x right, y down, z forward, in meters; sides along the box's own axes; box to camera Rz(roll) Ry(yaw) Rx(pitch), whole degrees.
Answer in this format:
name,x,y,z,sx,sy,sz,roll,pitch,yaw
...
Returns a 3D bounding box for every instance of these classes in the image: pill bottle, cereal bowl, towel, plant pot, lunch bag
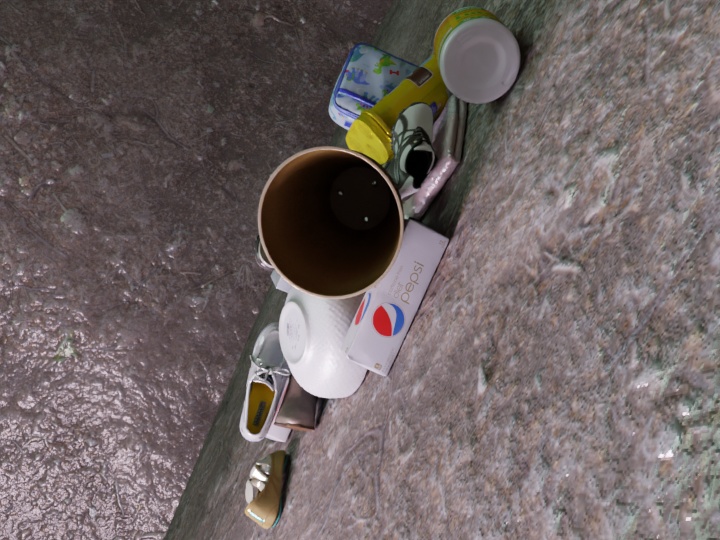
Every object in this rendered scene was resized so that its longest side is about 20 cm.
name,x,y,z,sx,sy,sz,roll,pitch,yaw
pill bottle,0.162,-0.319,1.148,0.112,0.110,0.201,-60,11,23
cereal bowl,-0.066,0.093,1.187,0.199,0.082,0.204,6,97,58
towel,0.109,-0.163,1.285,0.193,0.032,0.201,-77,14,-46
plant pot,-0.017,-0.080,1.057,0.188,0.185,0.200,-61,-4,18
lunch bag,0.049,-0.315,1.473,0.083,0.198,0.163,126,169,-73

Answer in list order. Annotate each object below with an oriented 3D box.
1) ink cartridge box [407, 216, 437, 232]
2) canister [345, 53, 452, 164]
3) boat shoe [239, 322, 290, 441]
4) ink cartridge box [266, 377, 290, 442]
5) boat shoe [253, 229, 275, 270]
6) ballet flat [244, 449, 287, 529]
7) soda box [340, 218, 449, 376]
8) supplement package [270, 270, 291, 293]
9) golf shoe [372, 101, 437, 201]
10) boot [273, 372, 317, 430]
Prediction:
name,x,y,z,sx,sy,sz,roll,pitch,yaw
ink cartridge box,0.049,0.023,1.156,0.095,0.037,0.203,-127,60,-78
canister,0.079,-0.270,1.341,0.200,0.087,0.149,-43,0,-14
boat shoe,-0.158,0.181,1.321,0.086,0.073,0.205,124,162,-72
ink cartridge box,-0.164,0.271,1.558,0.118,0.067,0.200,-68,10,-14
boat shoe,-0.159,-0.048,1.434,0.057,0.067,0.201,-45,17,28
ballet flat,-0.163,0.360,1.360,0.069,0.062,0.200,-62,10,14
soda box,0.044,0.034,1.066,0.203,0.063,0.068,-66,10,0
supplement package,-0.061,-0.039,1.512,0.202,0.150,0.151,-65,13,2
golf shoe,0.088,-0.180,1.201,0.094,0.078,0.202,-12,48,46
boot,-0.101,0.197,1.353,0.200,0.069,0.149,117,164,-78
